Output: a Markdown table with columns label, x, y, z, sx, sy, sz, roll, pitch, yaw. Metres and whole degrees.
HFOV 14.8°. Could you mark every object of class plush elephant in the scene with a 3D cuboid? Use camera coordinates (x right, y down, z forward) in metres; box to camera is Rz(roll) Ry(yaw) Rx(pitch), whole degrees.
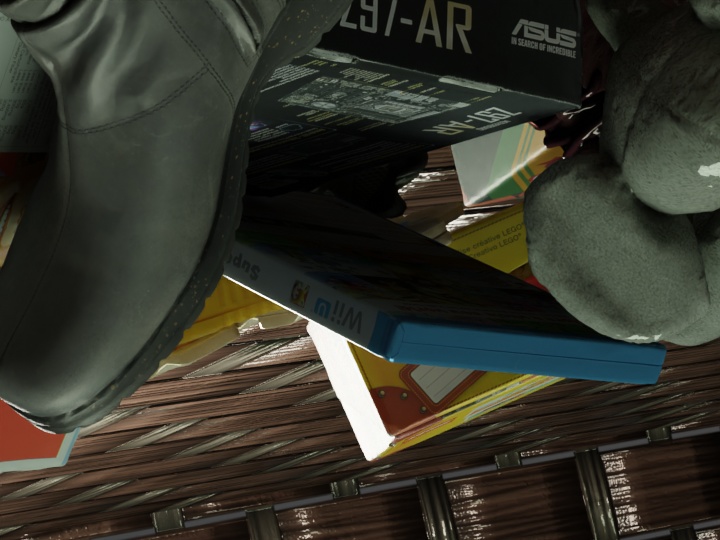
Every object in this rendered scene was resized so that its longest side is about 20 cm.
| label | x | y | z | sx | sy | sz | roll | pitch | yaw |
| --- | --- | --- | --- | --- | --- | --- | --- | --- | --- |
| plush elephant | 0.137 | -0.049 | 1.002 | 0.155 | 0.200 | 0.165 | 38 | 104 | -26 |

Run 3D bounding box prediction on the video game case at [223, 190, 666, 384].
| label | x | y | z | sx | sy | sz | roll | pitch | yaw |
| --- | --- | --- | --- | --- | --- | --- | --- | --- | --- |
| video game case | 0.000 | 0.000 | 1.065 | 0.143 | 0.018 | 0.200 | 7 | -167 | -43 |

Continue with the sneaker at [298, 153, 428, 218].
| label | x | y | z | sx | sy | sz | roll | pitch | yaw |
| --- | --- | --- | --- | --- | --- | --- | --- | --- | --- |
| sneaker | -0.042 | -0.040 | 1.264 | 0.114 | 0.076 | 0.199 | 1 | 160 | -32 |

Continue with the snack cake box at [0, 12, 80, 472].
| label | x | y | z | sx | sy | sz | roll | pitch | yaw |
| --- | --- | --- | --- | --- | --- | --- | --- | --- | --- |
| snack cake box | -0.118 | -0.035 | 0.848 | 0.115 | 0.067 | 0.200 | -3 | 122 | -50 |

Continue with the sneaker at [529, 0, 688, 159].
| label | x | y | z | sx | sy | sz | roll | pitch | yaw |
| --- | --- | --- | --- | --- | --- | --- | --- | --- | --- |
| sneaker | 0.080 | -0.073 | 1.102 | 0.200 | 0.116 | 0.076 | -5 | 168 | -43 |

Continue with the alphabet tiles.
| label | x | y | z | sx | sy | sz | roll | pitch | yaw |
| --- | --- | --- | --- | --- | --- | --- | --- | --- | --- |
| alphabet tiles | -0.054 | 0.009 | 1.249 | 0.196 | 0.015 | 0.200 | -29 | -168 | -39 |

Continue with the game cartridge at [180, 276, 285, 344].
| label | x | y | z | sx | sy | sz | roll | pitch | yaw |
| --- | --- | --- | --- | --- | --- | --- | --- | --- | --- |
| game cartridge | -0.152 | 0.023 | 1.133 | 0.200 | 0.032 | 0.176 | -15 | -168 | -38 |

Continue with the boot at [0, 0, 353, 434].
| label | x | y | z | sx | sy | sz | roll | pitch | yaw |
| --- | --- | --- | --- | --- | --- | --- | --- | --- | --- |
| boot | -0.080 | -0.062 | 0.761 | 0.070 | 0.200 | 0.132 | 23 | 177 | 36 |

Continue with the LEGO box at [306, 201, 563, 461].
| label | x | y | z | sx | sy | sz | roll | pitch | yaw |
| --- | --- | --- | --- | --- | --- | --- | --- | --- | --- |
| LEGO box | 0.083 | 0.013 | 1.308 | 0.200 | 0.077 | 0.149 | -23 | 174 | -8 |

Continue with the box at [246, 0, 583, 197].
| label | x | y | z | sx | sy | sz | roll | pitch | yaw |
| --- | --- | --- | --- | --- | --- | --- | --- | --- | --- |
| box | -0.043 | -0.072 | 0.995 | 0.160 | 0.044 | 0.200 | 8 | 167 | -33 |

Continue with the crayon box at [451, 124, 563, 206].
| label | x | y | z | sx | sy | sz | roll | pitch | yaw |
| --- | --- | --- | --- | --- | --- | --- | --- | --- | --- |
| crayon box | 0.132 | -0.084 | 1.316 | 0.127 | 0.051 | 0.200 | -10 | 170 | -18 |
